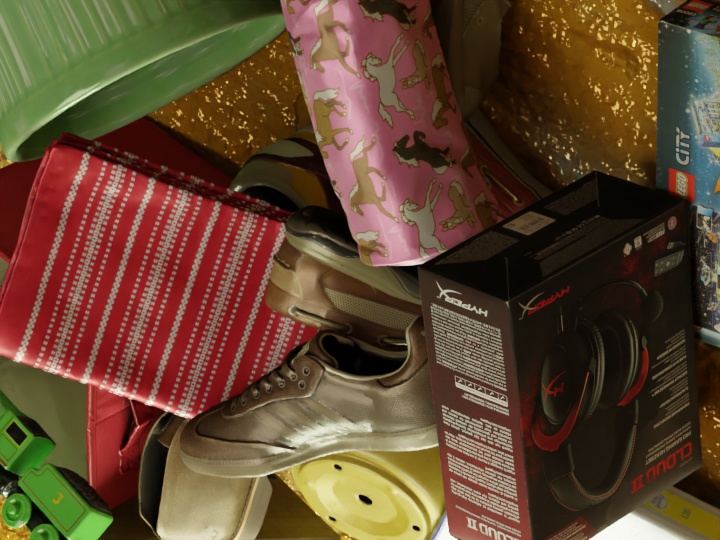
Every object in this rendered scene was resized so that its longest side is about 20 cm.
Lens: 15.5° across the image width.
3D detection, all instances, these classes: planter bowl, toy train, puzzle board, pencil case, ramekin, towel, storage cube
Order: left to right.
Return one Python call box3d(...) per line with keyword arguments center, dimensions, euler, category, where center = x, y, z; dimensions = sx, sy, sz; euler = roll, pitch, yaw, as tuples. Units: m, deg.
box3d(center=(-0.232, 0.113, 1.699), dimensions=(0.056, 0.042, 0.200), euler=(-50, 60, 6), category="toy train")
box3d(center=(-0.165, 0.029, 1.763), dimensions=(0.200, 0.180, 0.171), euler=(33, 134, 34), category="storage cube")
box3d(center=(-0.151, -0.155, 1.640), dimensions=(0.200, 0.200, 0.098), euler=(-30, 86, 48), category="ramekin")
box3d(center=(-0.133, 0.159, 1.793), dimensions=(0.151, 0.200, 0.017), euler=(37, 120, 58), category="puzzle board")
box3d(center=(-0.118, 0.013, 1.609), dimensions=(0.200, 0.022, 0.145), euler=(19, 100, -15), category="towel")
box3d(center=(0.013, -0.103, 1.490), dimensions=(0.083, 0.087, 0.200), euler=(-13, 102, 23), category="pencil case")
box3d(center=(0.017, 0.119, 1.691), dimensions=(0.200, 0.084, 0.200), euler=(19, 146, 14), category="planter bowl")

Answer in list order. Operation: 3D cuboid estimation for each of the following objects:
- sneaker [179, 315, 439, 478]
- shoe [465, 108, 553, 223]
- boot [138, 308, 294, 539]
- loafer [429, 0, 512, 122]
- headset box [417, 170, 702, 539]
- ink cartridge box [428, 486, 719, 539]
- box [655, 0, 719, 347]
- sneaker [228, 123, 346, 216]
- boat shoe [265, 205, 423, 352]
box3d(center=(-0.026, 0.070, 1.568), dimensions=(0.200, 0.070, 0.076), euler=(-10, 110, 27), category="sneaker")
box3d(center=(0.074, -0.021, 1.590), dimensions=(0.200, 0.091, 0.071), euler=(48, 138, 8), category="shoe")
box3d(center=(-0.089, 0.087, 1.675), dimensions=(0.074, 0.075, 0.200), euler=(41, 123, 51), category="boot")
box3d(center=(0.048, -0.175, 1.535), dimensions=(0.076, 0.067, 0.200), euler=(22, 122, 29), category="loafer")
box3d(center=(0.118, 0.066, 1.508), dimensions=(0.075, 0.149, 0.200), euler=(22, 129, 43), category="headset box")
box3d(center=(0.142, 0.196, 1.665), dimensions=(0.200, 0.047, 0.198), euler=(29, 136, 3), category="ink cartridge box")
box3d(center=(0.231, -0.041, 1.471), dimensions=(0.136, 0.038, 0.200), euler=(21, 129, 33), category="box")
box3d(center=(0.000, 0.000, 1.674), dimensions=(0.200, 0.090, 0.075), euler=(44, 138, 12), category="sneaker")
box3d(center=(0.035, 0.034, 1.597), dimensions=(0.200, 0.076, 0.074), euler=(27, 102, -5), category="boat shoe")
